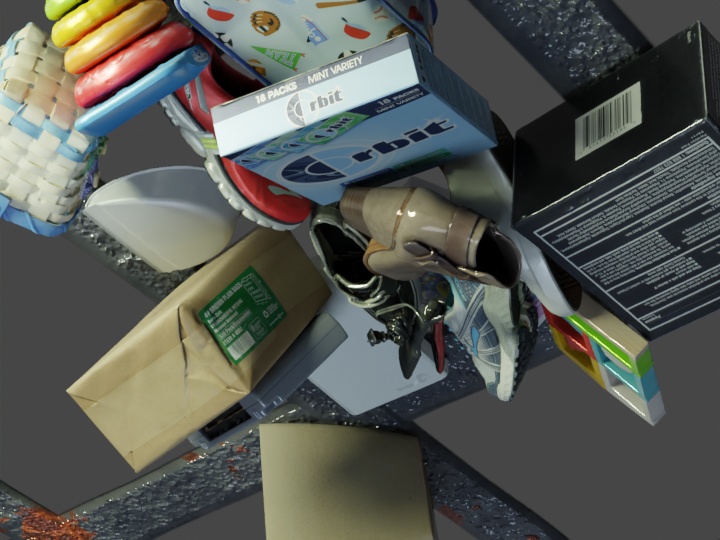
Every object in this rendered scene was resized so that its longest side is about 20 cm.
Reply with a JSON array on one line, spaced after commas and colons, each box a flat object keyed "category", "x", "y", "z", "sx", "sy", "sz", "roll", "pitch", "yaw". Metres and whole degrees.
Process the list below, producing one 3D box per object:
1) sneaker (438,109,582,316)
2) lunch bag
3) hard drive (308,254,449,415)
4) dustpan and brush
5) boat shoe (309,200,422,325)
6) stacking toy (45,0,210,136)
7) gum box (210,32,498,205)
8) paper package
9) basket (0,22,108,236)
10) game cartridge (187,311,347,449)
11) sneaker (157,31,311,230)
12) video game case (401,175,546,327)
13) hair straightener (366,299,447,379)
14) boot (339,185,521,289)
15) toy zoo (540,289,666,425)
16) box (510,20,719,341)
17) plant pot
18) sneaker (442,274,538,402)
[{"category": "sneaker", "x": 0.126, "y": -0.043, "z": 1.342, "sx": 0.084, "sy": 0.073, "sz": 0.201, "roll": -22, "pitch": 103, "yaw": 34}, {"category": "lunch bag", "x": -0.046, "y": -0.211, "z": 1.200, "sx": 0.159, "sy": 0.076, "sz": 0.200, "roll": -26, "pitch": 130, "yaw": 35}, {"category": "hard drive", "x": -0.020, "y": 0.069, "z": 1.547, "sx": 0.131, "sy": 0.026, "sz": 0.200, "roll": -25, "pitch": 129, "yaw": 31}, {"category": "dustpan and brush", "x": -0.138, "y": -0.066, "z": 1.400, "sx": 0.198, "sy": 0.058, "sz": 0.140, "roll": -11, "pitch": 148, "yaw": 28}, {"category": "boat shoe", "x": 0.000, "y": 0.000, "z": 1.410, "sx": 0.070, "sy": 0.064, "sz": 0.201, "roll": -13, "pitch": 135, "yaw": 22}, {"category": "stacking toy", "x": -0.213, "y": -0.218, "z": 1.186, "sx": 0.109, "sy": 0.116, "sz": 0.201, "roll": -29, "pitch": 99, "yaw": 12}, {"category": "gum box", "x": 0.001, "y": -0.114, "z": 1.211, "sx": 0.168, "sy": 0.045, "sz": 0.200, "roll": -18, "pitch": 164, "yaw": 18}, {"category": "paper package", "x": -0.146, "y": 0.066, "z": 1.414, "sx": 0.190, "sy": 0.200, "sz": 0.104, "roll": -36, "pitch": 97, "yaw": 35}, {"category": "basket", "x": -0.299, "y": -0.091, "z": 1.292, "sx": 0.138, "sy": 0.177, "sz": 0.200, "roll": 33, "pitch": 124, "yaw": -22}, {"category": "game cartridge", "x": -0.090, "y": 0.105, "z": 1.464, "sx": 0.042, "sy": 0.133, "sz": 0.200, "roll": 45, "pitch": 150, "yaw": -6}, {"category": "sneaker", "x": -0.098, "y": -0.119, "z": 1.295, "sx": 0.084, "sy": 0.077, "sz": 0.200, "roll": -30, "pitch": 116, "yaw": 20}, {"category": "video game case", "x": 0.105, "y": -0.007, "z": 1.450, "sx": 0.198, "sy": 0.018, "sz": 0.144, "roll": 21, "pitch": 137, "yaw": -15}, {"category": "hair straightener", "x": 0.045, "y": 0.067, "z": 1.434, "sx": 0.076, "sy": 0.041, "sz": 0.200, "roll": -10, "pitch": 166, "yaw": -2}, {"category": "boot", "x": 0.072, "y": -0.018, "z": 1.300, "sx": 0.145, "sy": 0.071, "sz": 0.200, "roll": 19, "pitch": 173, "yaw": 28}, {"category": "toy zoo", "x": 0.230, "y": 0.078, "z": 1.439, "sx": 0.020, "sy": 0.131, "sz": 0.200, "roll": -45, "pitch": 151, "yaw": -8}, {"category": "box", "x": 0.263, "y": -0.068, "z": 1.279, "sx": 0.199, "sy": 0.124, "sz": 0.198, "roll": -29, "pitch": 128, "yaw": 35}, {"category": "plant pot", "x": -0.003, "y": 0.291, "z": 1.682, "sx": 0.175, "sy": 0.201, "sz": 0.201, "roll": -10, "pitch": 137, "yaw": 3}, {"category": "sneaker", "x": 0.120, "y": 0.045, "z": 1.454, "sx": 0.085, "sy": 0.078, "sz": 0.201, "roll": 13, "pitch": 139, "yaw": 21}]
